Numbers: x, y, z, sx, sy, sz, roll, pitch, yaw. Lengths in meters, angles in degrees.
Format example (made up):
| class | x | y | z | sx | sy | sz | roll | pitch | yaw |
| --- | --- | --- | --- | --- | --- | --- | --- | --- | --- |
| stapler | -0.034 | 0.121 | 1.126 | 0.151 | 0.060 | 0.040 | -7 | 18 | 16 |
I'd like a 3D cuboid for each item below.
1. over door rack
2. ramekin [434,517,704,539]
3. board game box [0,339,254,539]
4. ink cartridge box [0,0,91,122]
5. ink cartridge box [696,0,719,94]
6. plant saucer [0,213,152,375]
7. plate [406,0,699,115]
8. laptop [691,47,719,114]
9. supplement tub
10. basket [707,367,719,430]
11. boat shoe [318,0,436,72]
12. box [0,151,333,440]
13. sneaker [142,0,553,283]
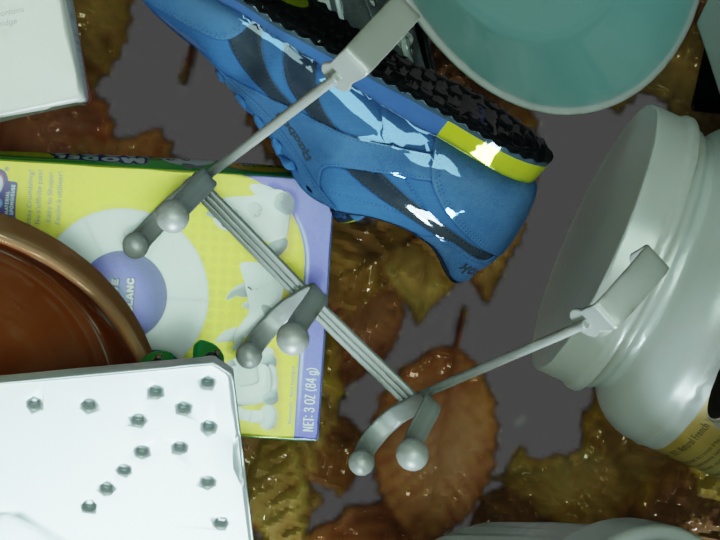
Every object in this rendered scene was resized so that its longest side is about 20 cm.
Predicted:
| class | x | y | z | sx | sy | sz | roll | pitch | yaw |
| --- | --- | --- | --- | --- | --- | --- | --- | --- | --- |
| over door rack | 0.000 | 0.000 | 0.966 | 0.148 | 0.200 | 0.067 | 44 | 53 | -8 |
| ramekin | 0.073 | 0.198 | 1.031 | 0.199 | 0.105 | 0.202 | -7 | 100 | -47 |
| board game box | -0.143 | 0.122 | 1.034 | 0.198 | 0.026 | 0.201 | -5 | 122 | 0 |
| ink cartridge box | -0.163 | -0.162 | 1.019 | 0.067 | 0.116 | 0.202 | -11 | 94 | -4 |
| ink cartridge box | 0.250 | -0.072 | 1.023 | 0.199 | 0.145 | 0.084 | 21 | 118 | -13 |
| plant saucer | -0.181 | 0.056 | 1.023 | 0.199 | 0.032 | 0.201 | -1 | 122 | -2 |
| plate | 0.071 | -0.164 | 1.048 | 0.199 | 0.025 | 0.202 | 6 | 81 | -37 |
| laptop | 0.246 | -0.173 | 1.107 | 0.176 | 0.103 | 0.201 | 6 | 68 | -6 |
| supplement tub | 0.186 | 0.025 | 1.047 | 0.199 | 0.144 | 0.145 | 24 | 92 | -6 |
| basket | 0.241 | 0.067 | 0.920 | 0.199 | 0.136 | 0.181 | 34 | 98 | -3 |
| boat shoe | 0.004 | -0.142 | 1.051 | 0.067 | 0.072 | 0.202 | -6 | 97 | 11 |
| box | -0.113 | 0.009 | 1.070 | 0.198 | 0.048 | 0.118 | 3 | 95 | -4 |
| sneaker | -0.021 | -0.065 | 1.010 | 0.199 | 0.066 | 0.079 | 32 | 112 | -3 |
